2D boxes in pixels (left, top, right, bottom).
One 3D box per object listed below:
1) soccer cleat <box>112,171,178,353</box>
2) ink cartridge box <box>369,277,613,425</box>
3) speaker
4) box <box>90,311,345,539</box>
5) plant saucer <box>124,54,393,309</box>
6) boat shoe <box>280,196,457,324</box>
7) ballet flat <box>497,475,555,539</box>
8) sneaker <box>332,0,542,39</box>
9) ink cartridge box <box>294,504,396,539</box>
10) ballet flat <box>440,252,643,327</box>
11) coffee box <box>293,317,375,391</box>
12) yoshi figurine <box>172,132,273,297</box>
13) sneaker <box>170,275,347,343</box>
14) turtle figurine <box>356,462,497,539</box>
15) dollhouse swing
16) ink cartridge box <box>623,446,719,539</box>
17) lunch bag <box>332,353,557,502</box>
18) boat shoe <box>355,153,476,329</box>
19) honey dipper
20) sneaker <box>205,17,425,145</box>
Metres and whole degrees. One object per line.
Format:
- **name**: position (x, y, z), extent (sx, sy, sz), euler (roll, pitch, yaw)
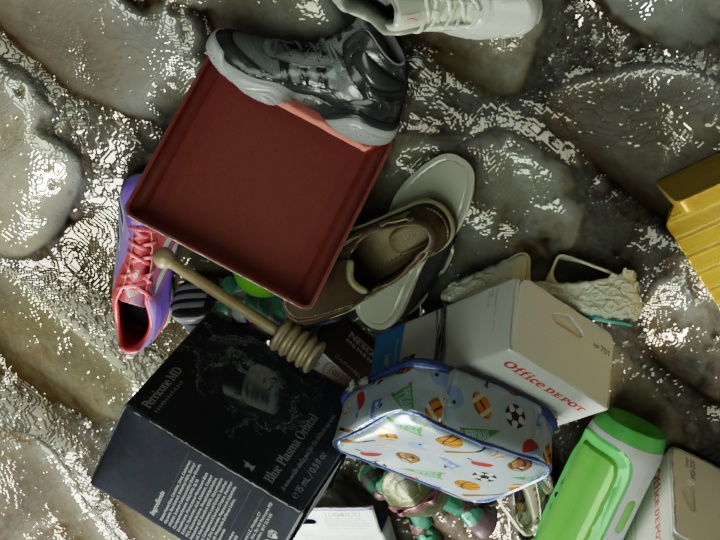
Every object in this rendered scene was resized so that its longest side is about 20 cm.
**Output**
- **soccer cleat**: position (-0.227, -0.006, 1.714), extent (0.068, 0.073, 0.200), euler (11, 123, 8)
- **ink cartridge box**: position (0.128, 0.099, 1.631), extent (0.146, 0.086, 0.200), euler (31, 144, -31)
- **speaker**: position (0.241, 0.245, 1.709), extent (0.088, 0.088, 0.200), euler (23, 101, -1)
- **box**: position (-0.124, 0.173, 1.631), extent (0.200, 0.197, 0.118), euler (30, 123, 5)
- **plant saucer**: position (-0.097, -0.087, 1.583), extent (0.200, 0.200, 0.037), euler (28, 160, -5)
- **boat shoe**: position (-0.004, -0.005, 1.586), extent (0.202, 0.075, 0.075), euler (-34, 96, 25)
- **ballet flat**: position (0.171, 0.214, 1.745), extent (0.072, 0.072, 0.201), euler (-6, 121, 18)
- **sneaker**: position (0.062, -0.236, 1.480), extent (0.200, 0.099, 0.078), euler (10, 123, 8)
- **ink cartridge box**: position (-0.054, 0.320, 1.876), extent (0.199, 0.041, 0.200), euler (-2, 132, 16)
- **ballet flat**: position (0.182, 0.014, 1.638), extent (0.200, 0.072, 0.072), euler (6, 123, 9)
- **coffee box**: position (-0.057, 0.151, 1.762), extent (0.114, 0.080, 0.200), euler (42, 122, -8)
- **yoshi figurine**: position (-0.129, -0.045, 1.651), extent (0.200, 0.112, 0.112), euler (38, 133, -13)
- **sneaker**: position (-0.095, 0.046, 1.729), extent (0.200, 0.075, 0.088), euler (0, 141, 21)
- **turtle figurine**: position (0.060, 0.224, 1.775), extent (0.150, 0.101, 0.200), euler (-18, 123, 28)
- **dollhouse swing**: position (0.384, 0.005, 1.504), extent (0.182, 0.176, 0.200), euler (-26, 113, 26)
- **ink cartridge box**: position (0.308, 0.306, 1.727), extent (0.085, 0.146, 0.200), euler (24, 125, -8)
- **lunch bag**: position (0.076, 0.155, 1.587), extent (0.200, 0.076, 0.160), euler (26, 148, -24)
- **boat shoe**: position (0.062, -0.030, 1.634), extent (0.074, 0.060, 0.200), euler (33, 113, 20)
- **honey dipper**: position (-0.126, 0.034, 1.659), extent (0.200, 0.038, 0.038), euler (33, 125, 9)
- **sneaker**: position (-0.038, -0.204, 1.545), extent (0.200, 0.076, 0.114), euler (25, 124, -8)
